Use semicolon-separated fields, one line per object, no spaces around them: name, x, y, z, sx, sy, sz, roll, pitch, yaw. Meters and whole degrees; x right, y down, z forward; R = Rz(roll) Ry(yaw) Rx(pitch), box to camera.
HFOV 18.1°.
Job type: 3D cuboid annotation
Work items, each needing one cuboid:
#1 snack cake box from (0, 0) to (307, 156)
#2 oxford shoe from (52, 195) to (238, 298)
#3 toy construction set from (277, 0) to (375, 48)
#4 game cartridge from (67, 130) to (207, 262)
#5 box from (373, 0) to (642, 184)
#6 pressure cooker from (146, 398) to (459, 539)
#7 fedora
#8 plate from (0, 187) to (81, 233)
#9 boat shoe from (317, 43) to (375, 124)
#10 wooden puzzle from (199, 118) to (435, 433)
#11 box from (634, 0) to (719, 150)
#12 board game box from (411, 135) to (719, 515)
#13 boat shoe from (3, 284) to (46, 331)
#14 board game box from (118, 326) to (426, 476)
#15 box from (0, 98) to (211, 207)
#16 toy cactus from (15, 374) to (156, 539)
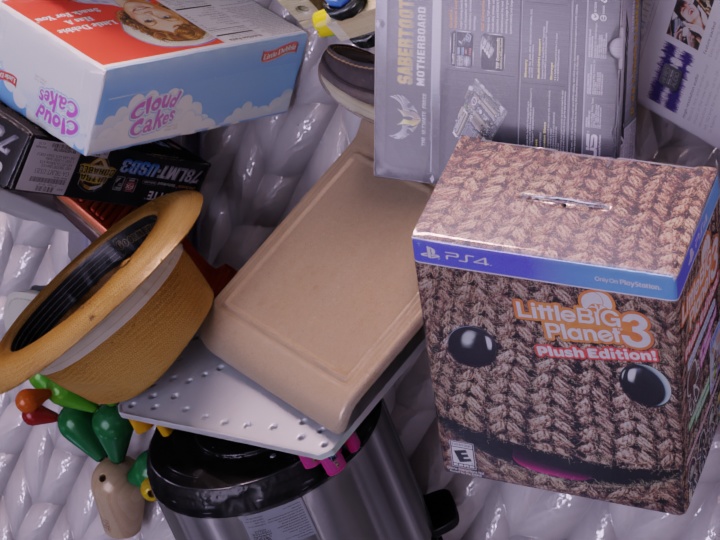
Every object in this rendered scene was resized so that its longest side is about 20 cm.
snack cake box;-0.148;-0.146;1.563;0.115;0.200;0.067;34;122;31
oxford shoe;-0.156;0.005;1.672;0.200;0.071;0.073;41;124;-3
toy construction set;0.017;-0.218;1.467;0.200;0.092;0.131;-26;49;38
game cartridge;-0.173;-0.059;1.736;0.130;0.038;0.200;23;119;41
box;0.089;-0.147;1.369;0.158;0.048;0.200;8;111;21
pressure cooker;-0.043;0.177;1.580;0.176;0.179;0.200;3;127;39
fedora;-0.164;0.033;1.546;0.082;0.201;0.201;47;137;-15
plate;-0.306;-0.106;1.699;0.032;0.200;0.200;-51;48;16
boat shoe;0.064;-0.122;1.476;0.200;0.074;0.073;21;108;27
wooden puzzle;0.000;0.000;1.497;0.200;0.037;0.185;-53;37;-6
box;0.186;-0.171;1.363;0.200;0.036;0.144;34;125;29
board game box;0.129;0.034;1.364;0.159;0.097;0.200;8;134;20
boat shoe;-0.194;0.048;1.715;0.200;0.062;0.073;15;109;47
board game box;-0.036;0.052;1.540;0.200;0.200;0.026;8;134;41
box;-0.240;-0.109;1.622;0.200;0.198;0.050;32;102;31
toy cactus;-0.197;0.144;1.797;0.200;0.102;0.165;18;126;29
